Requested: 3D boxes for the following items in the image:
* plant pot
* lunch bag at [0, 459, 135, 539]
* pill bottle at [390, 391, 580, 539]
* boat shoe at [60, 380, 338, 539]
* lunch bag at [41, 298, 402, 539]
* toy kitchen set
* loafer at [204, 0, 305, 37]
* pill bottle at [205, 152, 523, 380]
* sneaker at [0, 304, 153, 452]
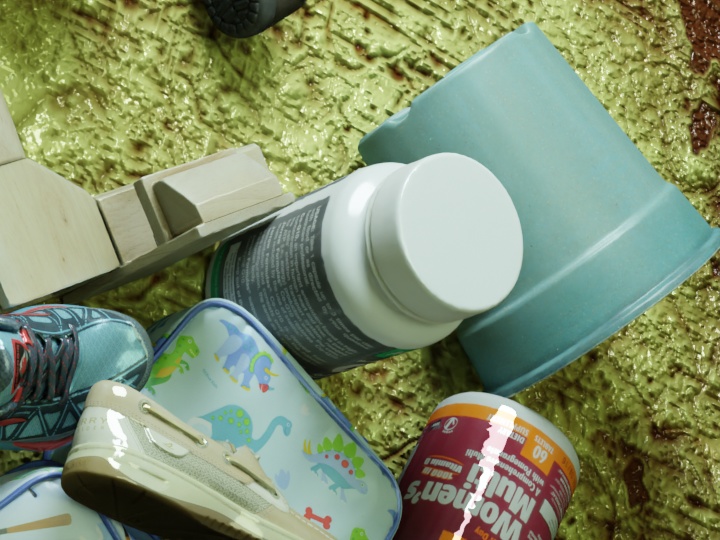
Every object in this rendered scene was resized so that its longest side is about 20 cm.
[{"bbox_3d":[0.111,-0.048,1.217,0.200,0.200,0.197,-35,91,-38],"label":"plant pot"},{"bbox_3d":[-0.167,0.212,0.972,0.160,0.075,0.201,-33,100,-20],"label":"lunch bag"},{"bbox_3d":[0.058,0.186,1.151,0.110,0.109,0.201,42,55,-20],"label":"pill bottle"},{"bbox_3d":[-0.075,0.123,0.983,0.200,0.072,0.065,33,52,-34],"label":"boat shoe"},{"bbox_3d":[-0.077,0.127,1.081,0.200,0.082,0.161,48,57,-15],"label":"lunch bag"},{"bbox_3d":[-0.147,-0.088,1.038,0.199,0.163,0.182,-21,90,-39],"label":"toy kitchen set"},{"bbox_3d":[-0.085,-0.254,1.191,0.071,0.073,0.202,-14,91,-48],"label":"loafer"},{"bbox_3d":[0.000,0.000,1.101,0.112,0.200,0.114,11,71,-34],"label":"pill bottle"},{"bbox_3d":[-0.187,0.060,0.931,0.199,0.095,0.080,-9,88,-35],"label":"sneaker"}]
